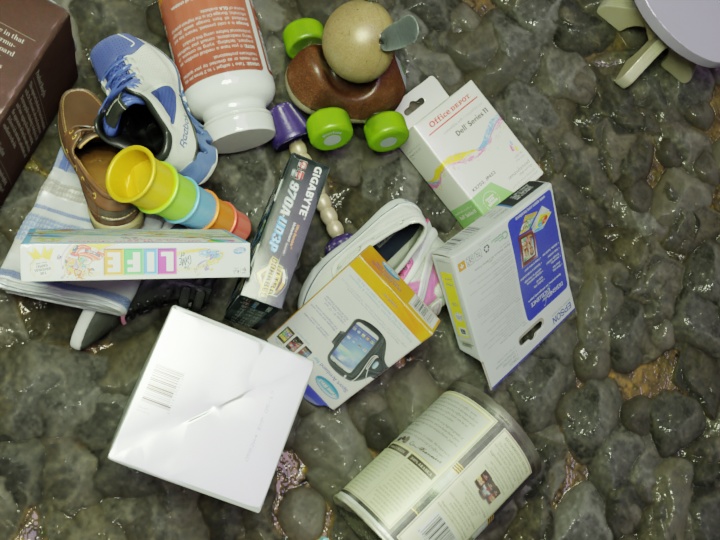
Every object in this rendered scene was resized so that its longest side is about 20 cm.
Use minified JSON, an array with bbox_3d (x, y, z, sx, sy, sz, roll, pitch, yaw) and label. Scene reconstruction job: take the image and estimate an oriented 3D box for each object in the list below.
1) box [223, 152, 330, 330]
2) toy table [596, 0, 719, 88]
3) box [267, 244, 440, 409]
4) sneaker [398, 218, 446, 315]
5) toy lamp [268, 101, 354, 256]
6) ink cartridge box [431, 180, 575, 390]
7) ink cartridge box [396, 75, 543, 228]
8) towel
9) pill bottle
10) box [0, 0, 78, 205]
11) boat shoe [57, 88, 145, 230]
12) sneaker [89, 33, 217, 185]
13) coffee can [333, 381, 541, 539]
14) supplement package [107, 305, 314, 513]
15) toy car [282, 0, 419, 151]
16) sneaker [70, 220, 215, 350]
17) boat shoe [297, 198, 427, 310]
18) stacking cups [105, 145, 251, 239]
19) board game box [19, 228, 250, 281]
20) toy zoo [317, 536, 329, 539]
[{"bbox_3d":[-0.097,-0.024,0.844,0.046,0.200,0.159,21,74,-10],"label":"box"},{"bbox_3d":[0.453,-0.364,1.126,0.200,0.117,0.184,47,70,-6],"label":"toy table"},{"bbox_3d":[-0.018,0.075,0.882,0.119,0.200,0.041,47,33,-2],"label":"box"},{"bbox_3d":[0.062,0.038,0.947,0.088,0.081,0.200,34,78,-16],"label":"sneaker"},{"bbox_3d":[-0.061,-0.113,0.950,0.058,0.058,0.200,-23,90,-20],"label":"toy lamp"},{"bbox_3d":[0.192,0.016,0.981,0.198,0.047,0.200,-36,123,-31],"label":"ink cartridge box"},{"bbox_3d":[0.133,-0.167,1.014,0.117,0.067,0.200,-41,94,-20],"label":"ink cartridge box"},{"bbox_3d":[-0.295,-0.049,0.833,0.147,0.024,0.200,13,58,-1],"label":"towel"},{"bbox_3d":[-0.167,-0.248,0.909,0.112,0.112,0.200,-13,84,-19],"label":"pill bottle"},{"bbox_3d":[-0.420,-0.195,0.789,0.164,0.166,0.200,26,73,-11],"label":"box"},{"bbox_3d":[-0.286,-0.132,0.834,0.072,0.068,0.200,-16,62,-21],"label":"boat shoe"},{"bbox_3d":[-0.241,-0.186,0.823,0.081,0.115,0.200,-39,75,14],"label":"sneaker"},{"bbox_3d":[0.089,0.249,0.884,0.200,0.146,0.146,-39,93,-20],"label":"coffee can"},{"bbox_3d":[-0.162,0.143,0.793,0.150,0.200,0.152,24,74,-12],"label":"supplement package"},{"bbox_3d":[0.012,-0.263,0.898,0.158,0.200,0.165,-4,67,-30],"label":"toy car"},{"bbox_3d":[-0.230,0.029,0.860,0.099,0.071,0.200,39,67,-3],"label":"sneaker"},{"bbox_3d":[0.000,0.000,0.901,0.074,0.065,0.200,34,103,-26],"label":"boat shoe"},{"bbox_3d":[-0.191,-0.072,0.830,0.060,0.200,0.061,-5,75,20],"label":"stacking cups"},{"bbox_3d":[-0.220,-0.018,0.744,0.200,0.134,0.034,-1,98,-20],"label":"board game box"},{"bbox_3d":[-0.066,0.408,0.872,0.131,0.020,0.200,17,75,-14],"label":"toy zoo"}]
